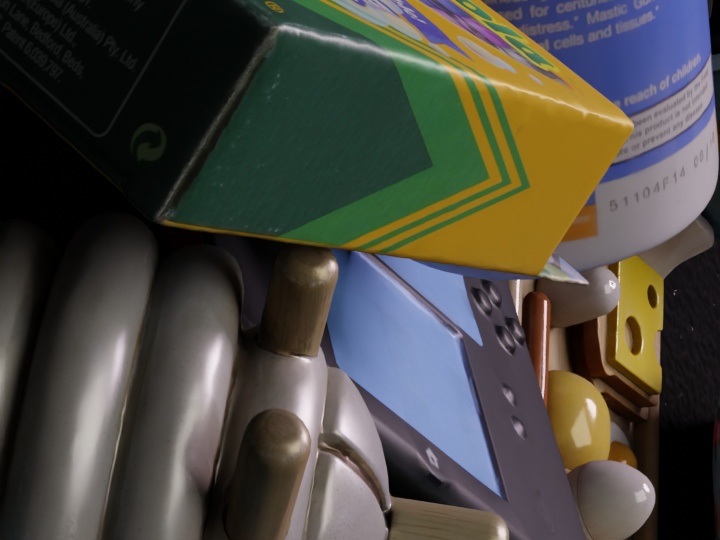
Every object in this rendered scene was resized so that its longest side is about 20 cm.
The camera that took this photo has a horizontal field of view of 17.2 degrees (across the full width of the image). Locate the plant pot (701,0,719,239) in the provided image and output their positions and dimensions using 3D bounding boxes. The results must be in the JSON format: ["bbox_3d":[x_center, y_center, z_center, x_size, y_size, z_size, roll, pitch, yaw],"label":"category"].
[{"bbox_3d":[0.173,-0.113,0.991,0.196,0.199,0.202,50,41,-52],"label":"plant pot"}]

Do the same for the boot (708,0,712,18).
[{"bbox_3d":[0.045,-0.149,0.749,0.068,0.130,0.201,-120,-156,-62],"label":"boot"}]

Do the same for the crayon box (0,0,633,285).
[{"bbox_3d":[-0.018,-0.058,0.574,0.052,0.126,0.200,-57,152,14],"label":"crayon box"}]

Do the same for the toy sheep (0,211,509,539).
[{"bbox_3d":[-0.062,0.048,0.560,0.138,0.198,0.139,-166,-90,-89],"label":"toy sheep"}]

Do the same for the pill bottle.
[{"bbox_3d":[0.042,-0.109,0.682,0.112,0.111,0.201,-50,139,-52],"label":"pill bottle"}]

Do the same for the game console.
[{"bbox_3d":[0.000,0.000,0.732,0.200,0.031,0.177,40,21,-42],"label":"game console"}]

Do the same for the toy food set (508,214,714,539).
[{"bbox_3d":[0.106,0.050,0.941,0.143,0.060,0.201,35,53,-50],"label":"toy food set"}]

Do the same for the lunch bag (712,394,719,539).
[{"bbox_3d":[0.181,0.144,0.990,0.151,0.093,0.201,72,30,-72],"label":"lunch bag"}]
